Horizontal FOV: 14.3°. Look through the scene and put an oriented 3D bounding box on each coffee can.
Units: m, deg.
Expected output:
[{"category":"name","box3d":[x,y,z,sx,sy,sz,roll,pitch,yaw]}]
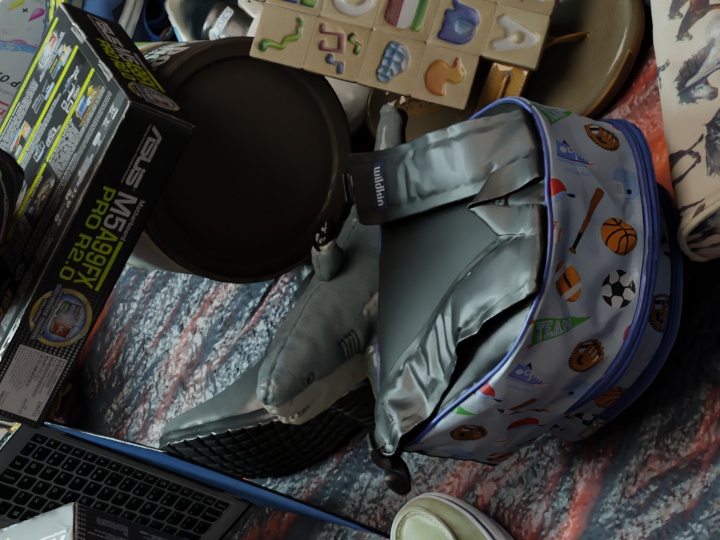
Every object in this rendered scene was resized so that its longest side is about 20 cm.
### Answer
[{"category":"coffee can","box3d":[-0.116,-0.070,1.777,0.200,0.146,0.147,6,76,61]}]

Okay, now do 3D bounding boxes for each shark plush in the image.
[{"category":"shark plush","box3d":[0.000,0.000,1.642,0.091,0.083,0.200,18,75,40]}]

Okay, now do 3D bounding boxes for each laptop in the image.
[{"category":"laptop","box3d":[-0.126,0.163,1.682,0.200,0.187,0.116,-49,44,17]}]

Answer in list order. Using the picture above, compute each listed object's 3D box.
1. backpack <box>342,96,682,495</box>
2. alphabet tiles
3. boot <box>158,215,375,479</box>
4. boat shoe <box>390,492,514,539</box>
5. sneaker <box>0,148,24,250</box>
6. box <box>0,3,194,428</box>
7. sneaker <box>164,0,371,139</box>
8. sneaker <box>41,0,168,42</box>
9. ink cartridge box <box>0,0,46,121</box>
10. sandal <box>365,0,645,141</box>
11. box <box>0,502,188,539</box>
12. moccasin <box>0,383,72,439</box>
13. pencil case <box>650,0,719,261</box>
[{"category":"backpack","box3d":[0.089,0.003,1.548,0.191,0.154,0.201,133,136,-58]},{"category":"alphabet tiles","box3d":[0.022,-0.187,1.679,0.199,0.006,0.167,15,81,11]},{"category":"boot","box3d":[-0.035,0.043,1.745,0.200,0.070,0.132,-20,56,26]},{"category":"boat shoe","box3d":[0.061,0.191,1.573,0.072,0.062,0.200,-50,43,17]},{"category":"sneaker","box3d":[-0.238,-0.009,1.618,0.084,0.077,0.200,-49,9,-35]},{"category":"box","box3d":[-0.178,-0.034,1.647,0.200,0.044,0.160,-62,29,13]},{"category":"sneaker","box3d":[-0.059,-0.134,1.836,0.200,0.072,0.072,32,94,46]},{"category":"sneaker","box3d":[-0.171,-0.149,1.927,0.200,0.082,0.074,104,155,-49]},{"category":"ink cartridge box","box3d":[-0.240,-0.166,2.001,0.200,0.115,0.068,-37,49,29]},{"category":"sandal","box3d":[0.078,-0.117,1.697,0.200,0.054,0.081,-14,65,33]},{"category":"box","box3d":[-0.148,0.198,1.679,0.160,0.200,0.044,-21,59,37]},{"category":"moccasin","box3d":[-0.232,0.066,1.926,0.074,0.078,0.202,-29,48,15]},{"category":"pencil case","box3d":[0.205,-0.106,1.550,0.089,0.078,0.200,-22,58,33]}]
